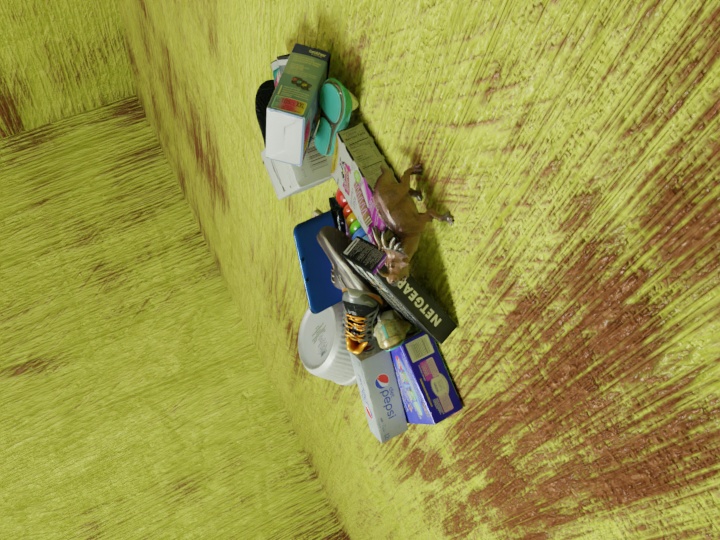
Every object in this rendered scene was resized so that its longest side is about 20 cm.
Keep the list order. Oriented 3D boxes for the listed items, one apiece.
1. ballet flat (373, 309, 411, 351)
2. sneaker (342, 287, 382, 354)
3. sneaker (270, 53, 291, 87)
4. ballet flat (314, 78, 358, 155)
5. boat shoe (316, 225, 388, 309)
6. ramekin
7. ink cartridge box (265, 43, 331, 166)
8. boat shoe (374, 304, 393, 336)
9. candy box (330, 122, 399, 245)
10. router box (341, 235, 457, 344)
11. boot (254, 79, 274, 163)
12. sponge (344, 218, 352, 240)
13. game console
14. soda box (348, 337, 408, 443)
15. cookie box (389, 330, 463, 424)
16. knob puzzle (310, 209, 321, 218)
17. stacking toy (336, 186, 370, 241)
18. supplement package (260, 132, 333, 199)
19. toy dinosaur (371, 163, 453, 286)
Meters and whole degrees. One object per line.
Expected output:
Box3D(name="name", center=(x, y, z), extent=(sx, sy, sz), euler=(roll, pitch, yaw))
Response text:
Box3D(name="ballet flat", center=(0.061, 0.109, 1.541), extent=(0.200, 0.070, 0.072), euler=(-20, -94, -82))
Box3D(name="sneaker", center=(-0.002, 0.096, 1.517), extent=(0.077, 0.078, 0.201), euler=(14, 155, 13))
Box3D(name="sneaker", center=(-0.132, -0.370, 1.593), extent=(0.200, 0.082, 0.123), euler=(-151, 45, -74))
Box3D(name="ballet flat", center=(-0.040, -0.290, 1.450), extent=(0.068, 0.070, 0.201), euler=(50, 155, 16))
Box3D(name="boat shoe", center=(-0.027, 0.006, 1.567), extent=(0.073, 0.074, 0.201), euler=(-35, 93, 33))
Box3D(name="ramekin", center=(-0.057, 0.150, 1.782), extent=(0.199, 0.104, 0.204), euler=(-24, 59, 49))
Box3D(name="ink cartridge box", center=(-0.110, -0.315, 1.460), extent=(0.137, 0.075, 0.202), euler=(103, -178, -58))
Box3D(name="boat shoe", center=(0.045, 0.045, 1.635), extent=(0.056, 0.069, 0.203), euler=(7, 117, 29))
Box3D(name="candy box", center=(0.018, -0.150, 1.463), extent=(0.202, 0.060, 0.137), euler=(61, 161, 21))
Box3D(name="router box", center=(0.069, 0.034, 1.422), extent=(0.200, 0.051, 0.149), euler=(46, 173, -28))
Box3D(name="boot", center=(-0.203, -0.325, 1.865), extent=(0.168, 0.075, 0.204), euler=(142, 120, -83))
Box3D(name="sponge", center=(0.000, 0.000, 1.684), extent=(0.112, 0.029, 0.203), euler=(-96, -4, -57))
Box3D(name="game console", center=(-0.081, -0.036, 1.721), extent=(0.171, 0.116, 0.203), euler=(-118, 17, -69))
Box3D(name="soda box", center=(0.038, 0.246, 1.625), extent=(0.063, 0.067, 0.203), euler=(33, 141, 60))
Box3D(name="cookie box", center=(0.111, 0.218, 1.612), extent=(0.173, 0.074, 0.200), euler=(67, 162, 2))
Box3D(name="knob puzzle", center=(-0.080, -0.050, 1.922), extent=(0.221, 0.030, 0.221), euler=(55, 158, 34))
Box3D(name="stacking toy", center=(0.003, -0.088, 1.561), extent=(0.086, 0.084, 0.202), euler=(101, 146, -60))
Box3D(name="supplement package", center=(-0.124, -0.234, 1.686), extent=(0.119, 0.116, 0.200), euler=(68, 163, -5))
Box3D(name="toy dinosaur", center=(0.057, -0.092, 1.296), extent=(0.202, 0.134, 0.086), euler=(63, 162, 14))
